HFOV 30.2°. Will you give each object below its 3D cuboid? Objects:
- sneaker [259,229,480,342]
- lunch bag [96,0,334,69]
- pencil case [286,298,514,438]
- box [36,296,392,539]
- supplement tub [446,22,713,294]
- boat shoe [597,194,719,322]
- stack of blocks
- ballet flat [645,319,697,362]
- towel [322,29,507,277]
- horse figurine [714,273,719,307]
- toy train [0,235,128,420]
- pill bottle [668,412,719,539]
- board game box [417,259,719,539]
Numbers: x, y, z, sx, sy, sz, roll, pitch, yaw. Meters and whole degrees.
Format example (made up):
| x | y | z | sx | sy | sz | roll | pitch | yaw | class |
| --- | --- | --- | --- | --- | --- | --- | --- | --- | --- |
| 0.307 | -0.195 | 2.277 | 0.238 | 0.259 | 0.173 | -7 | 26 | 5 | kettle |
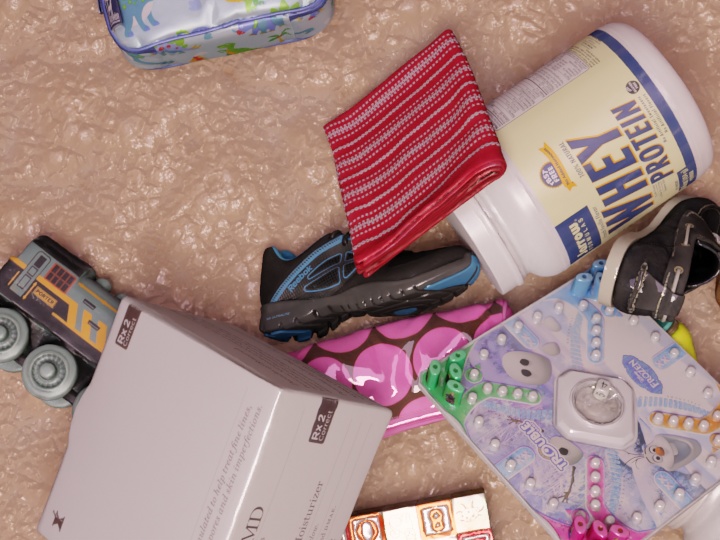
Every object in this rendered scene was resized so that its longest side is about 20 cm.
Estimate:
| x | y | z | sx | sy | sz | roll | pitch | yaw | class |
| --- | --- | --- | --- | --- | --- | --- | --- | --- | --- |
| 0.000 | 0.000 | 1.087 | 0.199 | 0.073 | 0.083 | -13 | 74 | 23 | sneaker |
| -0.129 | -0.267 | 1.139 | 0.199 | 0.082 | 0.162 | -11 | 81 | 2 | lunch bag |
| 0.039 | 0.090 | 1.091 | 0.199 | 0.091 | 0.094 | -17 | 49 | 5 | pencil case |
| -0.114 | 0.152 | 1.008 | 0.199 | 0.130 | 0.200 | 25 | 95 | 42 | box |
| 0.162 | -0.087 | 1.067 | 0.199 | 0.145 | 0.145 | -34 | 83 | 1 | supplement tub |
| 0.249 | -0.008 | 1.036 | 0.067 | 0.200 | 0.072 | 16 | 114 | 27 | boat shoe |
| 0.015 | 0.253 | 1.090 | 0.198 | 0.059 | 0.116 | -10 | 84 | 3 | stack of blocks |
| 0.189 | 0.111 | 1.092 | 0.199 | 0.067 | 0.067 | -31 | 104 | -1 | ballet flat |
| 0.037 | -0.098 | 1.055 | 0.144 | 0.201 | 0.022 | -37 | 127 | 19 | towel |
| 0.315 | -0.022 | 1.059 | 0.050 | 0.133 | 0.202 | 10 | 88 | 10 | horse figurine |
| -0.234 | 0.062 | 1.119 | 0.199 | 0.085 | 0.114 | 36 | 79 | 6 | toy train |
| 0.326 | 0.202 | 1.043 | 0.199 | 0.114 | 0.115 | 35 | 88 | 7 | pill bottle |
| 0.178 | 0.100 | 1.004 | 0.199 | 0.026 | 0.200 | -28 | 61 | -27 | board game box |
